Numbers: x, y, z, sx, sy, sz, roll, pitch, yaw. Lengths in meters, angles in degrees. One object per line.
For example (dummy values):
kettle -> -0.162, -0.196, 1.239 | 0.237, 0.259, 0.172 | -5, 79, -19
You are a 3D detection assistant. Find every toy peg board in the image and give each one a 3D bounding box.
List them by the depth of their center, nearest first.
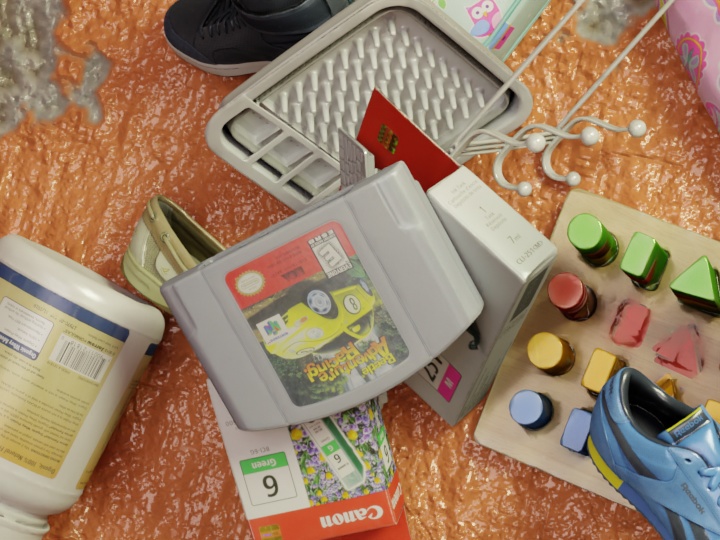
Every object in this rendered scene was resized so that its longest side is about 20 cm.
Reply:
toy peg board -> 0.197, 0.062, 1.480 | 0.199, 0.098, 0.201 | 22, 88, 16

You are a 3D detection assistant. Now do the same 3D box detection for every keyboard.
keyboard -> 0.000, 0.000, 1.514 | 0.011, 0.056, 0.202 | -13, 115, -22

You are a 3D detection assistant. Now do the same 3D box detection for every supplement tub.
supplement tub -> -0.247, 0.090, 1.561 | 0.144, 0.144, 0.201 | 28, 89, 16

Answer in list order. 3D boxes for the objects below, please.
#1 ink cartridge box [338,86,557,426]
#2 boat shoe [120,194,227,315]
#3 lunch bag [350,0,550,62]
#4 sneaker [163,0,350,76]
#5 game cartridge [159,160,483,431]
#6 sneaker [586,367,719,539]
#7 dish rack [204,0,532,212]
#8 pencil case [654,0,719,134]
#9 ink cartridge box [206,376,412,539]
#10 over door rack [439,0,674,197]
ink cartridge box -> 0.039, -0.006, 1.483 | 0.173, 0.201, 0.043 | 42, 57, 14
boat shoe -> -0.089, 0.020, 1.564 | 0.200, 0.073, 0.063 | 36, 119, 22
lunch bag -> 0.051, -0.247, 1.570 | 0.199, 0.077, 0.161 | 37, 96, 17
sneaker -> -0.087, -0.204, 1.544 | 0.201, 0.146, 0.077 | 11, 67, 34
game cartridge -> -0.024, 0.027, 1.423 | 0.199, 0.041, 0.134 | -27, 103, 22
sneaker -> 0.227, 0.143, 1.378 | 0.066, 0.079, 0.200 | -30, 61, -31
dish rack -> 0.005, -0.120, 1.513 | 0.199, 0.171, 0.044 | -32, 43, 27
pencil case -> 0.277, -0.149, 1.500 | 0.087, 0.087, 0.201 | -29, 77, 8
ink cartridge box -> -0.030, 0.153, 1.513 | 0.108, 0.050, 0.202 | -13, 101, 12
over door rack -> 0.152, -0.130, 1.455 | 0.067, 0.147, 0.201 | 43, 120, 24
